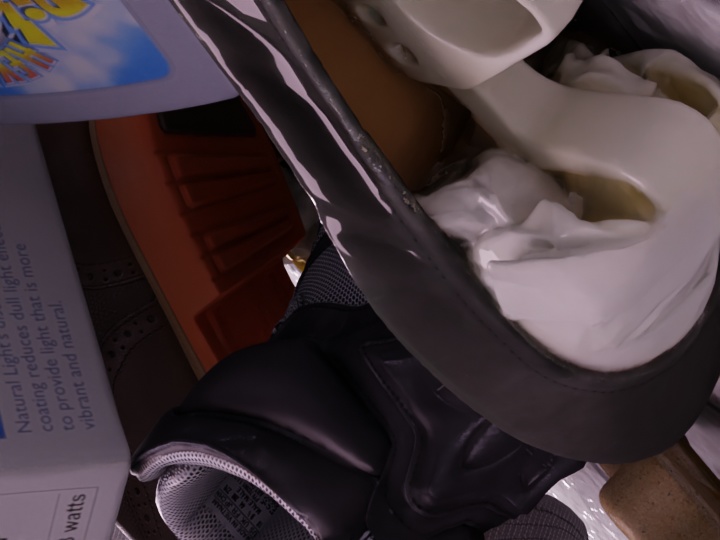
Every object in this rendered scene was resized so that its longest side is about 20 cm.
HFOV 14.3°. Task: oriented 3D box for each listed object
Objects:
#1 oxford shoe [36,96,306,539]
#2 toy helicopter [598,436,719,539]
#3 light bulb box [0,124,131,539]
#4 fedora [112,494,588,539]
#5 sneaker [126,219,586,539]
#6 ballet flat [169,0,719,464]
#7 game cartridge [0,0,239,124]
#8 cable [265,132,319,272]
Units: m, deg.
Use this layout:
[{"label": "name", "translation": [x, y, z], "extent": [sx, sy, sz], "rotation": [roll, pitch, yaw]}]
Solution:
[{"label": "oxford shoe", "translation": [-0.039, 0.046, 0.723], "extent": [0.071, 0.073, 0.201], "rotation": [-19, -89, -62]}, {"label": "toy helicopter", "translation": [0.097, 0.075, 0.687], "extent": [0.132, 0.079, 0.200], "rotation": [39, -171, -34]}, {"label": "light bulb box", "translation": [-0.175, 0.067, 0.666], "extent": [0.199, 0.199, 0.125], "rotation": [109, 150, -44]}, {"label": "fedora", "translation": [-0.034, 0.090, 0.874], "extent": [0.177, 0.199, 0.091], "rotation": [62, -175, -65]}, {"label": "sneaker", "translation": [-0.001, 0.018, 0.649], "extent": [0.076, 0.114, 0.200], "rotation": [49, 177, -16]}, {"label": "ballet flat", "translation": [0.018, -0.030, 0.479], "extent": [0.068, 0.068, 0.200], "rotation": [11, 150, 52]}, {"label": "game cartridge", "translation": [-0.092, -0.080, 0.563], "extent": [0.199, 0.041, 0.133], "rotation": [0, 149, 33]}, {"label": "cable", "translation": [0.000, 0.000, 0.831], "extent": [0.097, 0.050, 0.200], "rotation": [45, 175, 40]}]
